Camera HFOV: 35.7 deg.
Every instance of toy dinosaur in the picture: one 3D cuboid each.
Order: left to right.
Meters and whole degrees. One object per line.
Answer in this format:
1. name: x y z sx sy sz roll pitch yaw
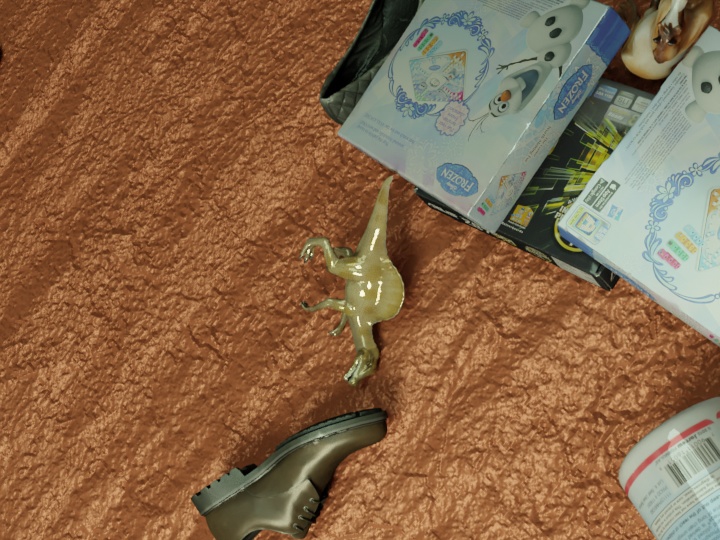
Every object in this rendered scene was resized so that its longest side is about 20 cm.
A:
1. toy dinosaur: 0.000 0.000 1.021 0.101 0.058 0.200 18 110 34

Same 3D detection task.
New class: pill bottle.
1. pill bottle: 0.276 0.195 0.776 0.109 0.109 0.200 -38 59 13

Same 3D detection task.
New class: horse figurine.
1. horse figurine: 0.249 -0.206 0.909 0.050 0.200 0.133 22 83 -3

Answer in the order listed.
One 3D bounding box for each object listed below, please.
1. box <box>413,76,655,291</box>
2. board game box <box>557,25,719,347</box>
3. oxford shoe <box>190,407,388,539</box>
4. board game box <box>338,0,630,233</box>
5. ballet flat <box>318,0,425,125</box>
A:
1. box: 0.167 -0.094 0.974 0.200 0.049 0.161 29 86 34
2. board game box: 0.292 -0.054 0.861 0.199 0.043 0.200 38 90 20
3. oxford shoe: -0.050 0.189 0.996 0.200 0.073 0.085 -34 76 17
4. board game box: 0.098 -0.159 0.967 0.199 0.043 0.200 -55 43 3
5. ballet flat: 0.023 -0.234 1.099 0.066 0.057 0.200 22 85 32
